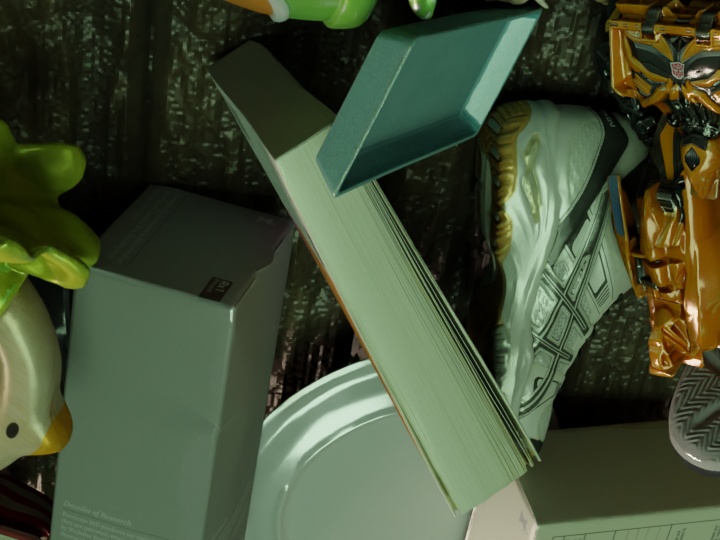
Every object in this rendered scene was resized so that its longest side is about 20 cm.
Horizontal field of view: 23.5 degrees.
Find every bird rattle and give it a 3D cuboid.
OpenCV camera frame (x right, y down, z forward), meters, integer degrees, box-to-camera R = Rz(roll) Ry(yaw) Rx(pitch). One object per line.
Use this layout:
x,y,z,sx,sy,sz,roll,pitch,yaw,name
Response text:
-0.203,0.023,0.735,0.198,0.113,0.164,-13,114,4,bird rattle

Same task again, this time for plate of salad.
0.016,0.115,0.973,0.198,0.048,0.201,-10,130,-12,plate of salad

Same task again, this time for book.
0.000,0.000,0.802,0.048,0.134,0.201,-32,119,-4,book

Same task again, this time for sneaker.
0.240,0.053,0.878,0.200,0.077,0.112,-39,140,-15,sneaker
0.102,0.014,0.865,0.087,0.076,0.202,-2,119,-10,sneaker

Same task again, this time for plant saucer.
0.032,-0.079,0.733,0.019,0.200,0.070,32,110,12,plant saucer

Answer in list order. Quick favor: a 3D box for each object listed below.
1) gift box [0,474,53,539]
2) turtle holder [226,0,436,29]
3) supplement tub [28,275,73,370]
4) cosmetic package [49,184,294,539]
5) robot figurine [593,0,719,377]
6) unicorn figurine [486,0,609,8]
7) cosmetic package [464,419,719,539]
-0.270,0.178,0.897,0.183,0.188,0.200,20,170,-14,gift box
-0.026,-0.188,0.660,0.130,0.142,0.187,8,130,-10,turtle holder
-0.235,0.016,0.833,0.198,0.107,0.108,-2,130,-4,supplement tub
-0.095,0.072,0.857,0.089,0.107,0.202,12,114,10,cosmetic package
0.163,-0.043,0.762,0.058,0.144,0.202,-32,120,-35,robot figurine
0.066,-0.162,0.707,0.073,0.200,0.139,18,115,14,unicorn figurine
0.166,0.143,0.967,0.198,0.073,0.104,-2,129,-18,cosmetic package
